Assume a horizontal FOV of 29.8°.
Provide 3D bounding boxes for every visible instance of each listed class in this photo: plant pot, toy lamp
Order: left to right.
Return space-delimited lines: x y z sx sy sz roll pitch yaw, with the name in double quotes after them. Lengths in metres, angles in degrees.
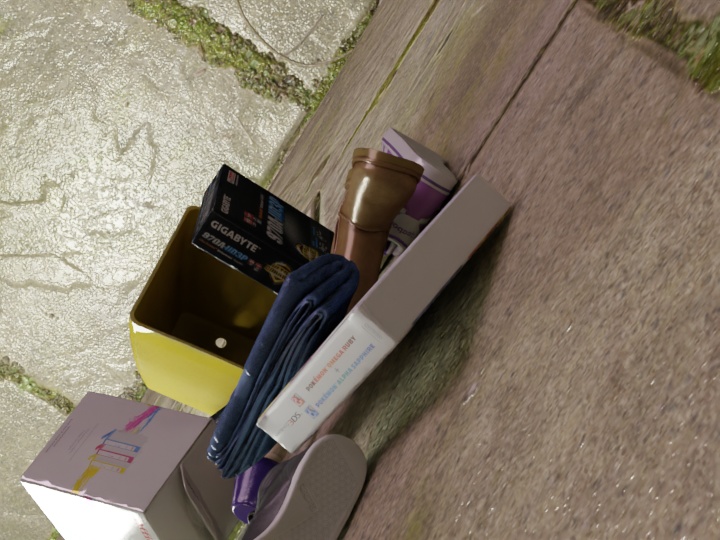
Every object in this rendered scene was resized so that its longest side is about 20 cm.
-0.175 0.075 1.702 0.177 0.199 0.200 115 178 -51 "plant pot"
-0.071 0.154 1.297 0.058 0.058 0.200 -49 13 49 "toy lamp"

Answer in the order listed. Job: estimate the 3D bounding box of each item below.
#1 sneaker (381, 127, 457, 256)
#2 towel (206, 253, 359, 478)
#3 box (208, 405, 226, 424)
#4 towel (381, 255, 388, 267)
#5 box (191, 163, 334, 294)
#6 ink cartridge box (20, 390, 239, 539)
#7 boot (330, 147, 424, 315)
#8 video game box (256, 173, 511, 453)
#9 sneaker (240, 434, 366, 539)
0.035 -0.079 1.397 0.115 0.072 0.201 -59 9 12 "sneaker"
-0.063 0.083 1.180 0.200 0.048 0.112 -64 -13 25 "towel"
-0.214 0.254 1.585 0.198 0.050 0.200 -36 13 47 "box"
-0.004 -0.016 1.514 0.200 0.036 0.149 -50 14 40 "towel"
-0.102 -0.036 1.497 0.046 0.159 0.200 -55 12 14 "box"
-0.214 0.223 1.377 0.199 0.129 0.125 8 48 33 "ink cartridge box"
0.000 0.000 1.241 0.175 0.066 0.201 121 163 -81 "boot"
0.019 0.035 1.073 0.200 0.047 0.182 -47 0 -44 "video game box"
-0.068 0.222 1.047 0.200 0.071 0.099 -57 6 -23 "sneaker"
